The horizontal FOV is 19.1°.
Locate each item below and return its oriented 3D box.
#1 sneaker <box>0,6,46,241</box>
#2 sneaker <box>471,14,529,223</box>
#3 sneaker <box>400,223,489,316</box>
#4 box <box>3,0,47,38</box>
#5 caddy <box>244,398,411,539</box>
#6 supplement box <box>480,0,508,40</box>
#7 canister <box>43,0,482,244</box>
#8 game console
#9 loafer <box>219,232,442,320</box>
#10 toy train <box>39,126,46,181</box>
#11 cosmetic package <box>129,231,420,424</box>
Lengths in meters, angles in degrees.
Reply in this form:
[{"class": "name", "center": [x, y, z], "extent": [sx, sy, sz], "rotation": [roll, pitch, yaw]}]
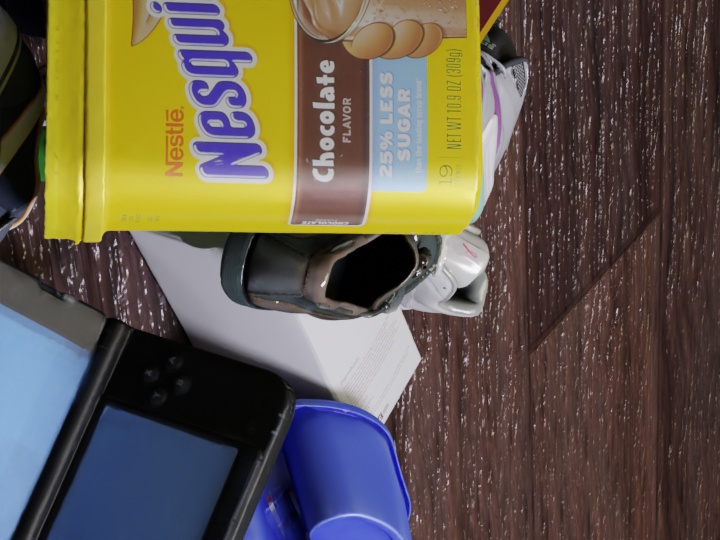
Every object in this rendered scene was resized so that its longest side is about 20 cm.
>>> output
[{"class": "sneaker", "center": [-0.204, -0.028, 0.998], "extent": [0.200, 0.078, 0.079], "rotation": [-60, 143, -27]}, {"class": "sneaker", "center": [0.065, -0.138, 1.436], "extent": [0.140, 0.078, 0.200], "rotation": [-62, 159, -24]}, {"class": "sneaker", "center": [0.036, -0.030, 1.401], "extent": [0.078, 0.099, 0.200], "rotation": [-66, 151, -15]}, {"class": "box", "center": [-0.139, -0.201, 1.071], "extent": [0.121, 0.032, 0.200], "rotation": [-42, 135, -45]}, {"class": "caddy", "center": [-0.039, 0.154, 1.288], "extent": [0.200, 0.141, 0.105], "rotation": [75, 0, -52]}, {"class": "supplement box", "center": [0.028, -0.218, 1.150], "extent": [0.197, 0.133, 0.200], "rotation": [-56, 170, 17]}, {"class": "canister", "center": [-0.047, -0.088, 1.002], "extent": [0.087, 0.199, 0.149], "rotation": [132, -43, -77]}, {"class": "game console", "center": [-0.156, 0.108, 1.048], "extent": [0.116, 0.176, 0.200], "rotation": [44, 66, -58]}, {"class": "loafer", "center": [0.000, 0.000, 1.170], "extent": [0.200, 0.063, 0.072], "rotation": [-6, 109, -60]}, {"class": "toy train", "center": [-0.108, -0.084, 1.164], "extent": [0.200, 0.056, 0.042], "rotation": [-28, 122, -53]}, {"class": "cosmetic package", "center": [-0.047, 0.015, 1.271], "extent": [0.085, 0.107, 0.200], "rotation": [-58, 149, -27]}]
